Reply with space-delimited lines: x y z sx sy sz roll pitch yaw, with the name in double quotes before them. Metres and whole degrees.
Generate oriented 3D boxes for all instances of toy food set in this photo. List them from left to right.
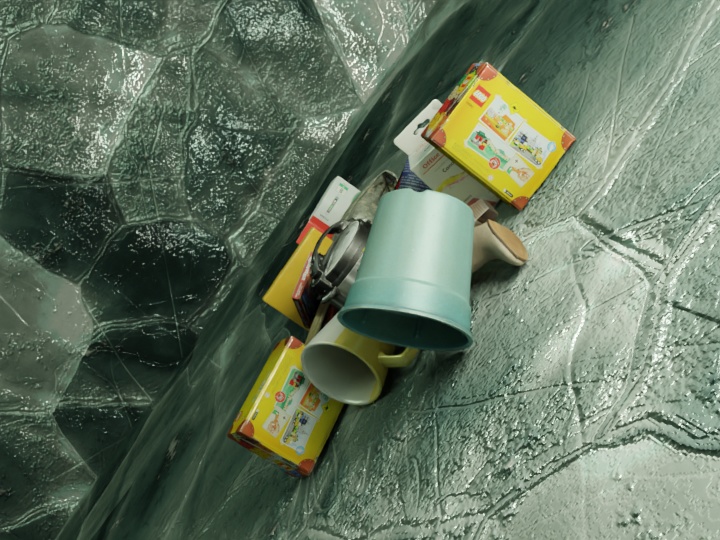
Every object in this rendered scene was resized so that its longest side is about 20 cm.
"toy food set" -0.073 0.108 1.653 0.198 0.049 0.200 110 -179 -52

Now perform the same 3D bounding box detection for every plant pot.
"plant pot" 0.082 -0.003 1.149 0.200 0.200 0.196 -24 51 62

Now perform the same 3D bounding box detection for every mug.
"mug" 0.012 0.136 1.354 0.150 0.186 0.153 95 -160 -43

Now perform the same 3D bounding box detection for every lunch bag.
"lunch bag" 0.022 -0.124 1.819 0.200 0.117 0.164 -63 6 -21

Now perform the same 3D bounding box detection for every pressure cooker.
"pressure cooker" -0.002 0.002 1.490 0.179 0.200 0.176 -52 12 8

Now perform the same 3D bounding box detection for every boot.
"boot" 0.175 -0.021 1.229 0.146 0.070 0.200 -50 28 20

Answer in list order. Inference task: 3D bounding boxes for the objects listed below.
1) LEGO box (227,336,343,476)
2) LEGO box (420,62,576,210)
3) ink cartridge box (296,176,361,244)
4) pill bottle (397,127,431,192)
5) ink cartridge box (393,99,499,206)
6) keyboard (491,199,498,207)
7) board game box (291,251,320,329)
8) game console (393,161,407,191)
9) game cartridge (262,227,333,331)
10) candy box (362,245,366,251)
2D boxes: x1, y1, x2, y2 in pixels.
"LEGO box" -0.122 0.244 1.401 0.077 0.149 0.200 -29 29 58
"LEGO box" 0.225 -0.219 1.275 0.149 0.200 0.077 -53 15 5
"ink cartridge box" -0.044 -0.112 1.945 0.200 0.161 0.050 -61 13 -24
"pill bottle" 0.137 -0.172 1.543 0.116 0.116 0.200 -162 89 -74
"ink cartridge box" 0.165 -0.191 1.368 0.116 0.200 0.068 -44 21 22
"keyboard" 0.200 -0.066 1.388 0.200 0.011 0.056 -60 16 -19
"board game box" -0.103 0.045 1.611 0.200 0.019 0.103 80 -152 -69
"game console" 0.102 -0.167 1.700 0.172 0.119 0.200 -34 25 52
"game cartridge" -0.096 0.032 1.759 0.200 0.176 0.032 -55 16 -3
"candy box" 0.102 -0.059 1.333 0.102 0.200 0.026 -52 56 31
